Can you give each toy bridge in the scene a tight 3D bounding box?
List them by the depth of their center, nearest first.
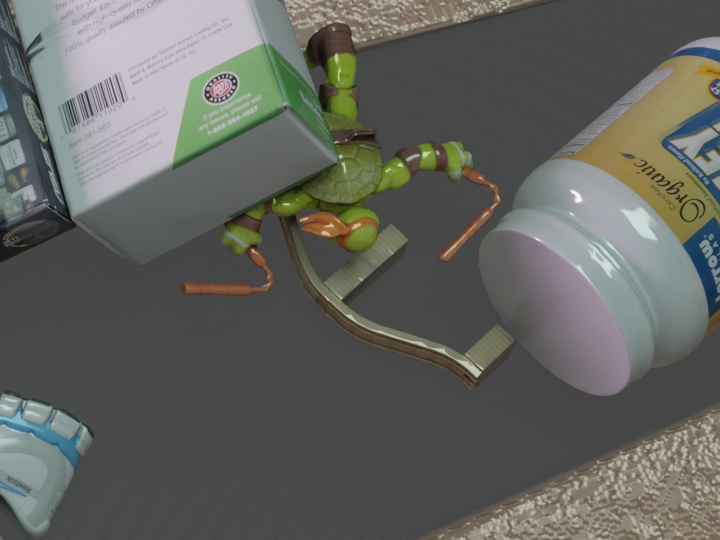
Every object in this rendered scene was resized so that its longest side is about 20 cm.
[{"bbox_3d":[0.000,0.000,1.420,0.200,0.027,0.067,43,66,11],"label":"toy bridge"}]

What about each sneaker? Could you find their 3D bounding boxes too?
[{"bbox_3d":[-0.256,0.099,1.304,0.200,0.075,0.087,16,73,-1],"label":"sneaker"}]

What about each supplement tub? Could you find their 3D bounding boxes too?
[{"bbox_3d":[0.183,-0.032,1.406,0.200,0.145,0.145,-40,78,-24],"label":"supplement tub"}]

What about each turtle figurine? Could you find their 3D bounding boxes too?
[{"bbox_3d":[-0.029,-0.068,1.393,0.200,0.064,0.162,-18,64,-7],"label":"turtle figurine"}]

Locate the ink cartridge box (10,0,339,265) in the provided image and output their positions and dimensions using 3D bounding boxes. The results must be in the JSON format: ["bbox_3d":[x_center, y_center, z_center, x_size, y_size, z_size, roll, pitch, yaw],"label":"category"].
[{"bbox_3d":[-0.115,-0.128,1.373,0.146,0.084,0.200,-26,60,13],"label":"ink cartridge box"}]

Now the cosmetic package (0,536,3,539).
[{"bbox_3d":[-0.276,0.191,1.218,0.200,0.052,0.151,-38,61,-5],"label":"cosmetic package"}]

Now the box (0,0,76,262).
[{"bbox_3d":[-0.268,-0.085,1.361,0.161,0.049,0.200,-22,69,9],"label":"box"}]
